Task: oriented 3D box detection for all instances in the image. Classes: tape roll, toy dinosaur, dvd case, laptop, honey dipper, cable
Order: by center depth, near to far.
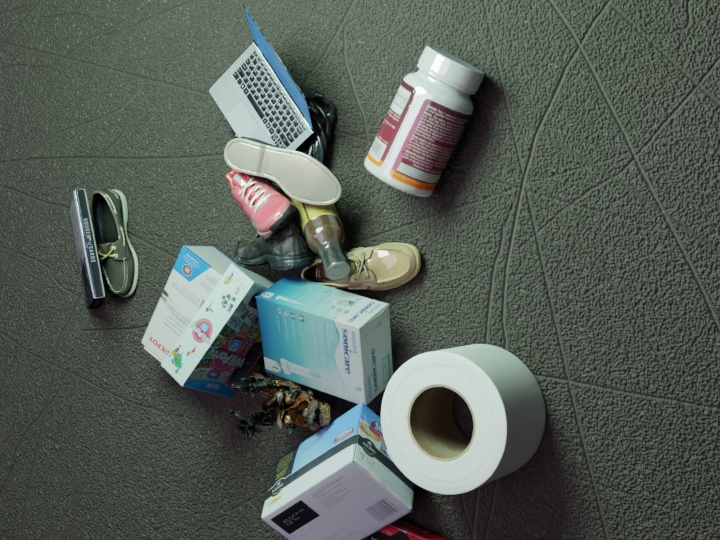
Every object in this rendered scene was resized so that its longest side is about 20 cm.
[{"bbox_3d":[0.148,0.210,1.540,0.202,0.139,0.203,1,91,31],"label":"tape roll"},{"bbox_3d":[-0.165,-0.276,1.683,0.200,0.116,0.187,-40,76,29],"label":"laptop"},{"bbox_3d":[-0.129,0.214,1.695,0.200,0.136,0.102,-17,78,55],"label":"toy dinosaur"},{"bbox_3d":[-0.132,-0.227,1.766,0.200,0.051,0.163,13,103,28],"label":"cable"},{"bbox_3d":[-0.140,0.203,1.786,0.200,0.038,0.038,36,109,22],"label":"honey dipper"},{"bbox_3d":[-0.504,-0.036,1.965,0.150,0.025,0.200,153,107,-69],"label":"dvd case"}]

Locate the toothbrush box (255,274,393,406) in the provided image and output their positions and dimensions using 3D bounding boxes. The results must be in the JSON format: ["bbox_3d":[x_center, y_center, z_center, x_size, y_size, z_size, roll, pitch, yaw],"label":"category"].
[{"bbox_3d":[-0.055,0.107,1.668,0.200,0.085,0.147,15,124,32],"label":"toothbrush box"}]

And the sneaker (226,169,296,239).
[{"bbox_3d":[-0.168,-0.113,1.690,0.074,0.087,0.200,-46,27,-3],"label":"sneaker"}]

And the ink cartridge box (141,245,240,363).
[{"bbox_3d":[-0.269,0.078,1.832,0.146,0.084,0.200,36,110,27],"label":"ink cartridge box"}]

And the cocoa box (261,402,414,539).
[{"bbox_3d":[-0.030,0.324,1.633,0.200,0.131,0.133,-37,112,27],"label":"cocoa box"}]

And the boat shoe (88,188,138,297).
[{"bbox_3d":[-0.458,-0.050,1.959,0.072,0.061,0.202,-12,86,21],"label":"boat shoe"}]

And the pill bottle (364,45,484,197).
[{"bbox_3d":[0.096,-0.220,1.577,0.114,0.114,0.200,35,109,27],"label":"pill bottle"}]

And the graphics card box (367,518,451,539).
[{"bbox_3d":[0.061,0.490,1.653,0.125,0.051,0.200,15,98,31],"label":"graphics card box"}]

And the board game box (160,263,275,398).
[{"bbox_3d":[-0.209,0.100,1.728,0.064,0.148,0.200,38,95,30],"label":"board game box"}]

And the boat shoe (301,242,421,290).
[{"bbox_3d":[0.000,0.000,1.671,0.200,0.064,0.071,-12,85,32],"label":"boat shoe"}]

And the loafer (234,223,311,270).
[{"bbox_3d":[-0.145,-0.045,1.735,0.200,0.073,0.072,5,104,52],"label":"loafer"}]

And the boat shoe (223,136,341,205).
[{"bbox_3d":[-0.113,-0.159,1.666,0.200,0.063,0.073,22,106,13],"label":"boat shoe"}]

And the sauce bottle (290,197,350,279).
[{"bbox_3d":[-0.062,-0.070,1.671,0.065,0.065,0.200,-42,47,26],"label":"sauce bottle"}]
